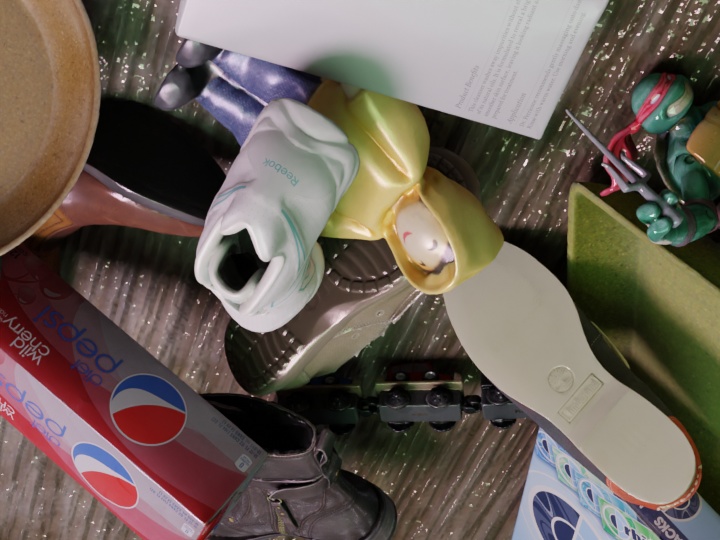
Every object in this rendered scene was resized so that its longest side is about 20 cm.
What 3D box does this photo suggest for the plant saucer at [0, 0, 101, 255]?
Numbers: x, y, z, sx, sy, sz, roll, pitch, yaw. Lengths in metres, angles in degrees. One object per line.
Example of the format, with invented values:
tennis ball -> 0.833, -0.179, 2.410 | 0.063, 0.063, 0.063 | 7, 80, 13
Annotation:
plant saucer -> -0.236, -0.097, 0.845 | 0.198, 0.035, 0.203 | 0, 92, -8

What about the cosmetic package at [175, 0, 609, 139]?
cosmetic package -> 0.017, -0.152, 0.792 | 0.198, 0.082, 0.113 | 17, 135, -8

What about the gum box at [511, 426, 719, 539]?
gum box -> 0.176, 0.190, 1.042 | 0.044, 0.170, 0.201 | -32, 152, -21

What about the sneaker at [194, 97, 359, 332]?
sneaker -> -0.058, -0.010, 0.835 | 0.070, 0.081, 0.201 | 30, 154, 5

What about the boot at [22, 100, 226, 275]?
boot -> -0.181, -0.013, 0.967 | 0.186, 0.069, 0.201 | 15, 136, -8

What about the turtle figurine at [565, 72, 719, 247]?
turtle figurine -> 0.210, -0.059, 0.849 | 0.199, 0.150, 0.101 | 35, 176, 0

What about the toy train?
toy train -> 0.035, 0.080, 1.048 | 0.198, 0.046, 0.034 | -3, 134, 9

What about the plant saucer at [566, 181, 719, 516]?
plant saucer -> 0.204, 0.057, 0.932 | 0.048, 0.200, 0.201 | -33, 144, -21

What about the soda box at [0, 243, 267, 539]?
soda box -> -0.154, 0.077, 0.934 | 0.199, 0.063, 0.070 | 39, 143, 5

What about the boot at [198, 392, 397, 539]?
boot -> -0.079, 0.122, 1.041 | 0.198, 0.070, 0.174 | 2, 153, 27

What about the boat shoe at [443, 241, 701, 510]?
boat shoe -> 0.124, 0.062, 0.955 | 0.071, 0.200, 0.063 | -46, 162, 6

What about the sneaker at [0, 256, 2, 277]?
sneaker -> -0.276, -0.054, 0.910 | 0.200, 0.074, 0.087 | 45, 160, 1

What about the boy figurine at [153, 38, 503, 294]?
boy figurine -> -0.014, -0.058, 0.866 | 0.199, 0.065, 0.124 | 39, 131, -2

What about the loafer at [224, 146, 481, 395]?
loafer -> 0.000, 0.000, 0.956 | 0.200, 0.076, 0.068 | -40, 159, 26
